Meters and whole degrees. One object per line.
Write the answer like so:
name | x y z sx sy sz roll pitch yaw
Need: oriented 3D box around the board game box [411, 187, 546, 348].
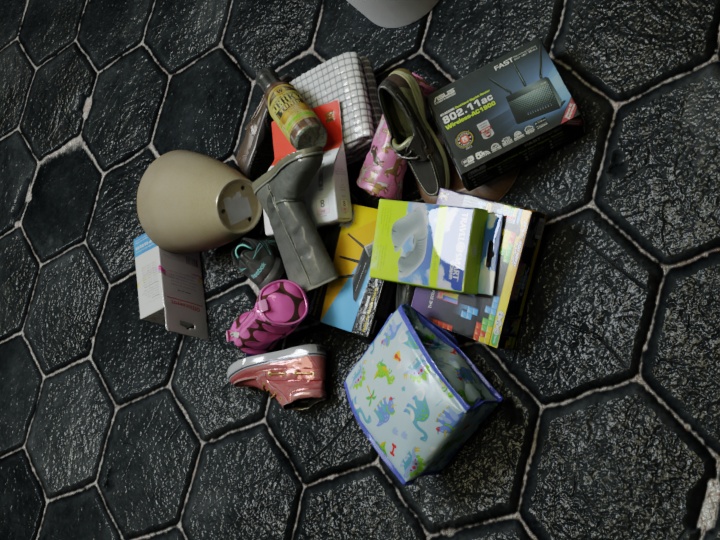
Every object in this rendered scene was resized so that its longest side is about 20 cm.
board game box | 0.171 -0.005 1.365 0.164 0.056 0.204 17 97 36

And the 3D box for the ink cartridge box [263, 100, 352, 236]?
ink cartridge box | -0.097 -0.169 1.545 0.161 0.057 0.204 -10 88 37

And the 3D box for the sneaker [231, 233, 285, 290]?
sneaker | -0.177 -0.032 1.580 0.076 0.079 0.200 -52 19 6

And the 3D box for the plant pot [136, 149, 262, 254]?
plant pot | -0.263 -0.115 1.617 0.198 0.186 0.190 9 82 49

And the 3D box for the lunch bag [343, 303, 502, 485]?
lunch bag | 0.078 0.176 1.346 0.200 0.127 0.171 48 115 25

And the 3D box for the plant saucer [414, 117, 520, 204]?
plant saucer | 0.161 -0.186 1.455 0.198 0.036 0.204 -11 71 34

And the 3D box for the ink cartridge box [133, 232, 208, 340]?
ink cartridge box | -0.350 0.035 1.706 0.067 0.115 0.203 -23 64 28

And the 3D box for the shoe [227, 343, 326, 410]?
shoe | -0.142 0.190 1.543 0.197 0.071 0.093 -17 65 27

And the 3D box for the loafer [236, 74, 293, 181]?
loafer | -0.181 -0.268 1.696 0.070 0.073 0.202 27 92 37

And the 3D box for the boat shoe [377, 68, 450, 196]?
boat shoe | 0.074 -0.199 1.395 0.071 0.066 0.203 2 119 49

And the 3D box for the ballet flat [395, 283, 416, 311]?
ballet flat | 0.094 -0.001 1.441 0.066 0.056 0.203 -165 89 -79

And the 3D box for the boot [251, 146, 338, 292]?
boot | -0.086 -0.075 1.467 0.181 0.072 0.203 -32 75 49

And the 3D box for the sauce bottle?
sauce bottle | -0.123 -0.272 1.545 0.065 0.064 0.201 -48 50 14

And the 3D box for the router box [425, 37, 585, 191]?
router box | 0.214 -0.233 1.377 0.198 0.062 0.152 -26 63 8

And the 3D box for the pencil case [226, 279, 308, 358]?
pencil case | -0.155 0.081 1.515 0.200 0.092 0.092 135 135 -60

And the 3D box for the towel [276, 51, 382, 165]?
towel | -0.052 -0.260 1.597 0.198 0.085 0.168 -22 73 35

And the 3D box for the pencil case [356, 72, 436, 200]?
pencil case | 0.059 -0.216 1.481 0.086 0.082 0.203 38 114 53

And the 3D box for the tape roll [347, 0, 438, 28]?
tape roll | 0.043 -0.537 1.572 0.200 0.139 0.206 -10 72 32

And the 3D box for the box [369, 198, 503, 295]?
box | 0.107 -0.035 1.354 0.198 0.047 0.124 8 91 40

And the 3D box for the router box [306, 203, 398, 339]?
router box | 0.000 0.000 1.505 0.148 0.051 0.203 14 85 40
